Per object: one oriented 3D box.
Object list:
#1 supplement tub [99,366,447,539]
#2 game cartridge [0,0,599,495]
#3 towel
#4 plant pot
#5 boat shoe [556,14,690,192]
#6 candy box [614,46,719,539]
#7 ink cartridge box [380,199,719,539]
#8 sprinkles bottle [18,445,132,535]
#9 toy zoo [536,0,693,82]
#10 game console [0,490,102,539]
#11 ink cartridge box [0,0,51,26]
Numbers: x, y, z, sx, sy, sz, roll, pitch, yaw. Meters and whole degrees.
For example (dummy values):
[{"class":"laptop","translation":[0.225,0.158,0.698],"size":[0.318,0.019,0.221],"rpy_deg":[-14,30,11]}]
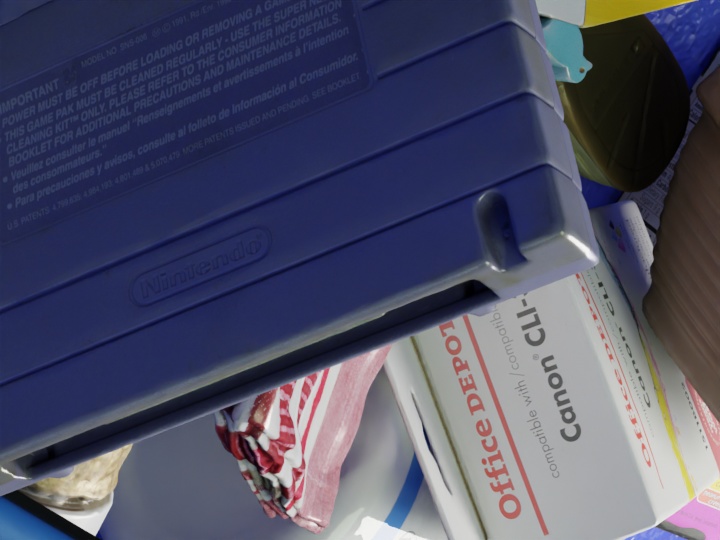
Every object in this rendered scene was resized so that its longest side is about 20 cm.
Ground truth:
[{"class":"supplement tub","translation":[-0.002,0.102,1.095],"size":[0.132,0.132,0.200],"rpy_deg":[-46,140,-2]},{"class":"game cartridge","translation":[-0.041,-0.027,0.770],"size":[0.199,0.130,0.038],"rpy_deg":[-21,150,20]},{"class":"towel","translation":[0.000,0.000,0.873],"size":[0.200,0.023,0.145],"rpy_deg":[75,37,-77]},{"class":"plant pot","translation":[0.168,0.023,1.058],"size":[0.093,0.201,0.201],"rpy_deg":[-37,140,8]},{"class":"boat shoe","translation":[0.053,-0.108,1.033],"size":[0.073,0.063,0.201],"rpy_deg":[-53,132,-17]},{"class":"candy box","translation":[0.156,0.010,1.215],"size":[0.136,0.061,0.200],"rpy_deg":[25,103,-48]},{"class":"ink cartridge box","translation":[0.073,0.043,1.057],"size":[0.067,0.117,0.200],"rpy_deg":[-22,178,18]},{"class":"sprinkles bottle","translation":[-0.074,-0.006,0.864],"size":[0.068,0.068,0.201],"rpy_deg":[11,113,-45]},{"class":"toy zoo","translation":[0.077,-0.165,0.982],"size":[0.131,0.020,0.201],"rpy_deg":[-3,101,-40]},{"class":"game console","translation":[-0.175,0.095,0.875],"size":[0.200,0.118,0.171],"rpy_deg":[33,107,-19]},{"class":"ink cartridge box","translation":[-0.139,-0.041,0.897],"size":[0.199,0.084,0.146],"rpy_deg":[-15,130,-33]}]
